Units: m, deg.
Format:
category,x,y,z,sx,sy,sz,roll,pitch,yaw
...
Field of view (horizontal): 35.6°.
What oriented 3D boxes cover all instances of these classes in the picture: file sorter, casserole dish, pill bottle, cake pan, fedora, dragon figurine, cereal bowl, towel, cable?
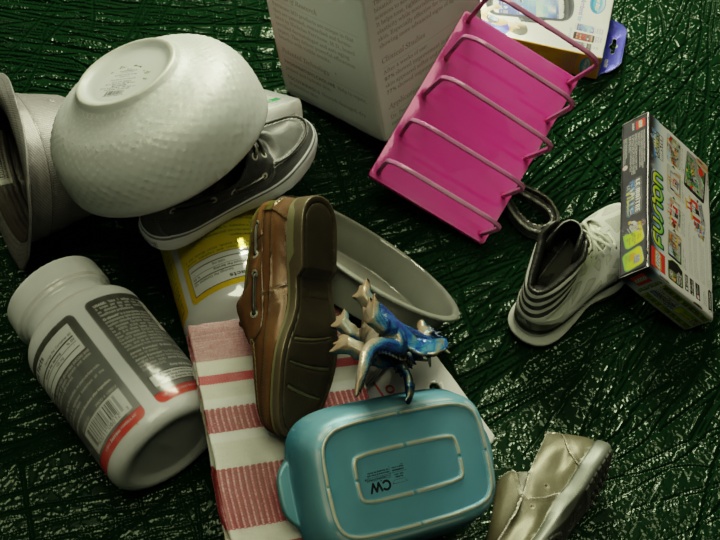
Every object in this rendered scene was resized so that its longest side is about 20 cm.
category,x,y,z,sx,sy,sz,roll,pitch,yaw
file sorter,0.122,-0.149,1.104,0.139,0.125,0.200,31,86,-4
casserole dish,0.031,0.159,0.895,0.200,0.039,0.121,-8,80,-27
pill bottle,-0.121,0.012,1.052,0.112,0.113,0.200,-14,58,-13
cake pan,0.000,0.000,1.042,0.200,0.200,0.037,39,104,21
pill bottle,-0.221,0.086,0.992,0.116,0.116,0.200,-32,63,-23
fedora,-0.308,-0.102,1.093,0.090,0.177,0.200,-12,42,-29
dragon figurine,0.031,0.065,0.882,0.099,0.200,0.059,35,96,-10
cereal bowl,-0.186,-0.143,0.980,0.200,0.083,0.200,-14,42,13
towel,-0.058,0.129,0.927,0.144,0.023,0.200,-6,66,-19
cable,0.139,-0.116,1.191,0.097,0.050,0.200,-14,56,-15

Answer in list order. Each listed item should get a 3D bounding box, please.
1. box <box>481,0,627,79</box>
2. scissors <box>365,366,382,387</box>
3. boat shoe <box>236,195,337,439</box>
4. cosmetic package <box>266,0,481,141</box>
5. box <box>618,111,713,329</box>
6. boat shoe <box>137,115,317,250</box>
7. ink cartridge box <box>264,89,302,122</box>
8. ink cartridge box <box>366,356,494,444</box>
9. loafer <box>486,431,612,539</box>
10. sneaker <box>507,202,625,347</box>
category,x,y,z,sx,sy,sz,roll,pitch,yaw
box,0.217,-0.295,1.329,0.200,0.042,0.119,12,55,8
scissors,-0.033,0.136,0.950,0.200,0.014,0.073,-26,60,-20
boat shoe,-0.063,0.038,0.924,0.068,0.072,0.200,-3,74,33
cosmetic package,0.015,-0.283,1.189,0.167,0.200,0.166,-37,49,-25
box,0.309,-0.052,1.132,0.110,0.035,0.200,34,49,-29
boat shoe,-0.118,-0.095,1.016,0.200,0.066,0.070,-33,64,-25
ink cartridge box,-0.183,-0.155,1.132,0.200,0.050,0.161,23,35,38
ink cartridge box,0.003,0.164,0.980,0.200,0.068,0.115,-26,62,-19
loafer,0.141,0.215,0.960,0.070,0.075,0.200,26,52,28
sneaker,0.225,-0.020,1.092,0.076,0.115,0.200,35,60,20
